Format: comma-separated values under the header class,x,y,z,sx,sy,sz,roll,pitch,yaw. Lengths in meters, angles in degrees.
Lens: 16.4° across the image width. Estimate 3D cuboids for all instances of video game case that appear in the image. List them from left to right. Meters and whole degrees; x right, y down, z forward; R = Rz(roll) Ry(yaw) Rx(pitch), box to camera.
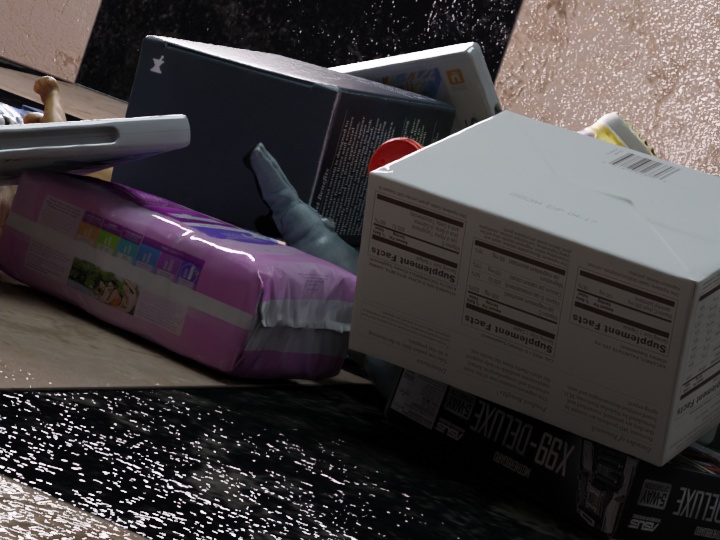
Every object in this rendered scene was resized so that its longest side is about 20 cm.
class,x,y,z,sx,sy,sz,roll,pitch,yaw
video game case,-0.225,-0.068,1.508,0.182,0.022,0.200,-5,-1,-29
video game case,0.024,-0.066,1.818,0.200,0.183,0.022,-7,26,31

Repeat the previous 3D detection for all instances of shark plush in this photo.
class,x,y,z,sx,sy,sz,roll,pitch,yaw
shark plush,0.000,0.000,1.561,0.200,0.083,0.091,47,1,3

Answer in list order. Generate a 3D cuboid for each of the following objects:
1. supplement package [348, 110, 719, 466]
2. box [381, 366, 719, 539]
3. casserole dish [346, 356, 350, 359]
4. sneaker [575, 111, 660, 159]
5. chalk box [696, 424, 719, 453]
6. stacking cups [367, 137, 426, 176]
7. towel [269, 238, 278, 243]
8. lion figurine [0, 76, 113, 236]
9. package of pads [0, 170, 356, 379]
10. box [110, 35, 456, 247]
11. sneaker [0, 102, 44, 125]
class,x,y,z,sx,sy,sz,roll,pitch,yaw
supplement package,0.121,0.005,1.379,0.200,0.111,0.156,20,26,27
box,0.135,0.107,1.431,0.158,0.050,0.200,15,6,-42
casserole dish,-0.049,0.021,1.758,0.200,0.039,0.121,21,4,26
sneaker,0.166,-0.008,1.498,0.200,0.090,0.075,55,-8,44
chalk box,0.236,0.052,1.640,0.125,0.124,0.200,20,5,23
stacking cups,0.060,-0.044,1.601,0.060,0.061,0.200,21,-5,20
towel,-0.147,-0.028,1.866,0.112,0.049,0.200,22,5,26
lion figurine,-0.178,-0.058,1.712,0.200,0.073,0.123,11,47,-22
package of pads,-0.107,0.004,1.495,0.200,0.076,0.120,22,6,32
box,-0.048,-0.084,1.678,0.148,0.107,0.200,18,7,24
sneaker,-0.259,-0.091,1.931,0.146,0.081,0.200,15,0,-5
